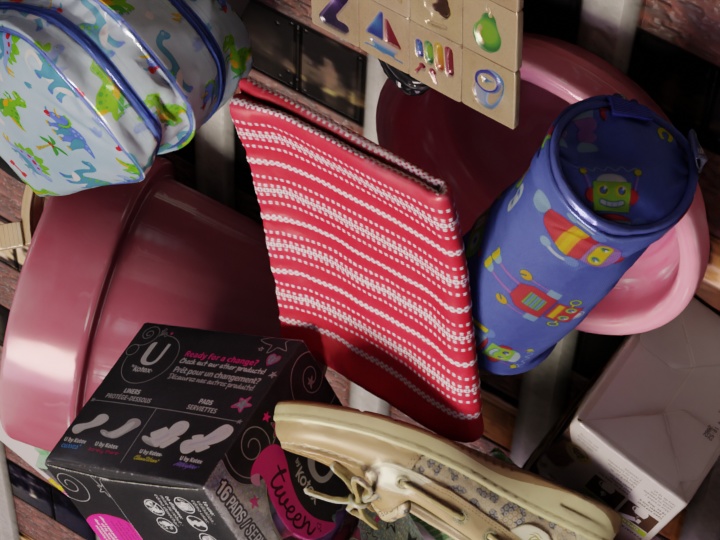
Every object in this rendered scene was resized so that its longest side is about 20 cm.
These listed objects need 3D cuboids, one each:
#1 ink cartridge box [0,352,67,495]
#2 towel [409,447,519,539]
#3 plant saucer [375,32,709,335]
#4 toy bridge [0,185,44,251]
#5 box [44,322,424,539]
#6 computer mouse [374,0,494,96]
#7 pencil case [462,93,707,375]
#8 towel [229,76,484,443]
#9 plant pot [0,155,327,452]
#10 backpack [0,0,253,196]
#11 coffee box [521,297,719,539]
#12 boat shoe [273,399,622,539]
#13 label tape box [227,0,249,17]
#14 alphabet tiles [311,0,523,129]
[{"bbox_3d":[-0.149,0.097,1.636,0.200,0.145,0.084,39,150,-2],"label":"ink cartridge box"},{"bbox_3d":[0.081,0.182,1.402,0.153,0.023,0.200,45,150,-7],"label":"towel"},{"bbox_3d":[0.103,-0.053,1.260,0.200,0.051,0.201,28,149,19],"label":"plant saucer"},{"bbox_3d":[-0.215,-0.108,1.448,0.067,0.027,0.202,-9,90,19],"label":"toy bridge"},{"bbox_3d":[-0.063,0.139,1.364,0.131,0.115,0.201,5,139,39],"label":"box"},{"bbox_3d":[0.051,-0.172,1.102,0.200,0.053,0.139,-20,103,56],"label":"computer mouse"},{"bbox_3d":[0.099,-0.019,1.183,0.077,0.087,0.200,19,152,-9],"label":"pencil case"},{"bbox_3d":[0.000,0.000,1.230,0.144,0.022,0.201,29,149,29],"label":"towel"},{"bbox_3d":[-0.111,0.036,1.490,0.178,0.201,0.201,16,146,6],"label":"plant pot"},{"bbox_3d":[-0.147,-0.116,1.255,0.199,0.154,0.164,-11,120,39],"label":"backpack"},{"bbox_3d":[0.148,0.109,1.365,0.080,0.113,0.200,36,149,4],"label":"coffee box"},{"bbox_3d":[0.042,0.123,1.267,0.199,0.063,0.073,21,174,-3],"label":"boat shoe"},{"bbox_3d":[-0.121,-0.209,1.280,0.143,0.066,0.201,24,151,24],"label":"label tape box"},{"bbox_3d":[0.000,-0.174,1.110,0.199,0.008,0.168,31,141,31],"label":"alphabet tiles"}]
